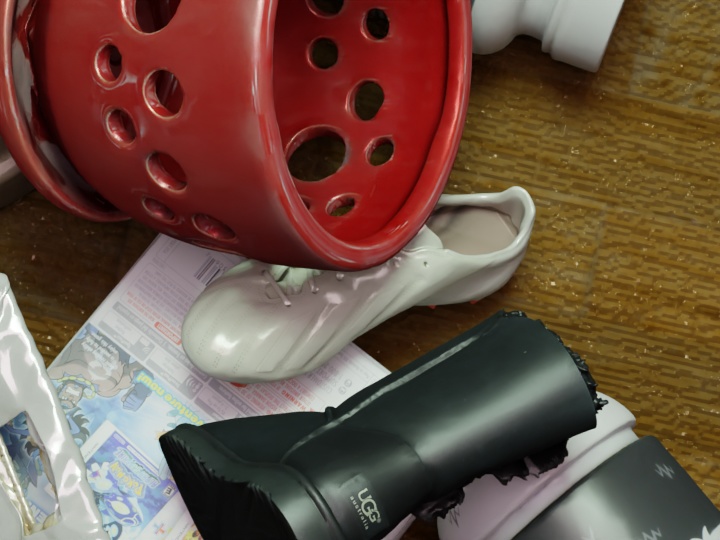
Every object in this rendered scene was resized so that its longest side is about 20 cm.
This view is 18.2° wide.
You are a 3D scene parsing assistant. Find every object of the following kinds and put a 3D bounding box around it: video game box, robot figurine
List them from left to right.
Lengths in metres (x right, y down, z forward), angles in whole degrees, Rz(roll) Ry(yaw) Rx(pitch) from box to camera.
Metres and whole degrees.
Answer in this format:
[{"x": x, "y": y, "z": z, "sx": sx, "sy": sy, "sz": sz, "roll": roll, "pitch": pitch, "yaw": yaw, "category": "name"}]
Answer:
[{"x": -0.073, "y": 0.100, "z": 1.164, "sx": 0.200, "sy": 0.047, "sz": 0.182, "roll": 38, "pitch": 77, "yaw": 8, "category": "video game box"}, {"x": 0.125, "y": 0.153, "z": 1.111, "sx": 0.125, "sy": 0.150, "sz": 0.200, "roll": -41, "pitch": 77, "yaw": 3, "category": "robot figurine"}]

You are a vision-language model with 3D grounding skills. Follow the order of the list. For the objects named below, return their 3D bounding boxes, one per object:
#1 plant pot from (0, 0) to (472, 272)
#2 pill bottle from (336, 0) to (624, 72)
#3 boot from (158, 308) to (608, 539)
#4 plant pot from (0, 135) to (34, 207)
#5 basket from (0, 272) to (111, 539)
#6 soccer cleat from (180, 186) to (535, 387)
[{"x": -0.066, "y": -0.104, "z": 1.089, "sx": 0.182, "sy": 0.200, "sz": 0.201, "roll": 3, "pitch": 76, "yaw": 32, "category": "plant pot"}, {"x": 0.049, "y": -0.183, "z": 1.188, "sx": 0.199, "sy": 0.120, "sz": 0.120, "roll": 22, "pitch": 79, "yaw": 4, "category": "pill bottle"}, {"x": 0.008, "y": 0.081, "z": 1.069, "sx": 0.168, "sy": 0.200, "sz": 0.077, "roll": -27, "pitch": 101, "yaw": -20, "category": "boot"}, {"x": -0.235, "y": -0.139, "z": 1.150, "sx": 0.199, "sy": 0.175, "sz": 0.201, "roll": 0, "pitch": 79, "yaw": 1, "category": "plant pot"}, {"x": -0.248, "y": 0.127, "z": 1.054, "sx": 0.161, "sy": 0.200, "sz": 0.199, "roll": -31, "pitch": 78, "yaw": 39, "category": "basket"}, {"x": 0.000, "y": 0.000, "z": 1.136, "sx": 0.199, "sy": 0.078, "sz": 0.069, "roll": -18, "pitch": 66, "yaw": -29, "category": "soccer cleat"}]
